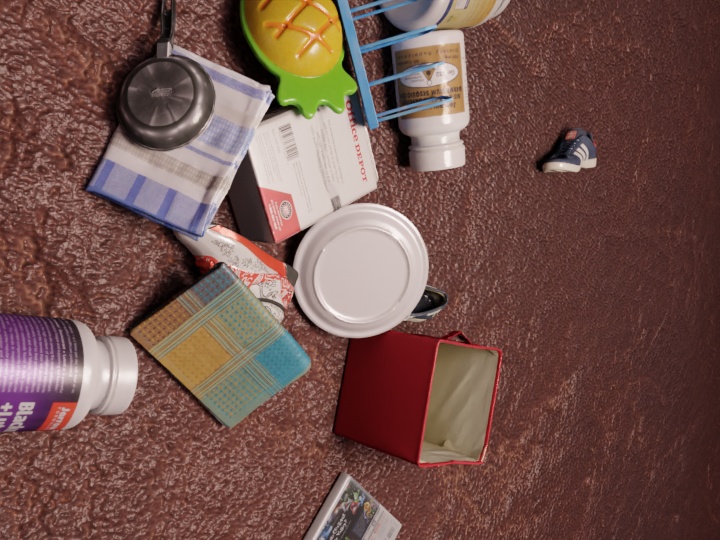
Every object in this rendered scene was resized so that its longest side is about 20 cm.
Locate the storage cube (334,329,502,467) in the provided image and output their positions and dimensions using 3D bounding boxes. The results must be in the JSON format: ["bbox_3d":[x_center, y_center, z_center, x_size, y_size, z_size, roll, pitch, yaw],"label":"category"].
[{"bbox_3d":[0.089,0.186,1.074,0.169,0.178,0.204,13,85,-45],"label":"storage cube"}]

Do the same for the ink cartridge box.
[{"bbox_3d":[-0.082,-0.144,0.924,0.199,0.082,0.149,-32,117,-38],"label":"ink cartridge box"}]

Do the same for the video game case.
[{"bbox_3d":[-0.029,0.451,1.100,0.201,0.023,0.182,-57,130,-23],"label":"video game case"}]

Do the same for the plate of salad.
[{"bbox_3d":[0.000,0.000,0.994,0.196,0.048,0.204,-4,111,-9],"label":"plate of salad"}]

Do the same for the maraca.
[{"bbox_3d":[-0.077,-0.286,0.875,0.135,0.107,0.203,-17,82,-25],"label":"maraca"}]

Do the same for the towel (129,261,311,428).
[{"bbox_3d":[-0.167,0.096,0.866,0.146,0.022,0.201,-35,124,2],"label":"towel"}]

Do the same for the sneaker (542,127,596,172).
[{"bbox_3d":[0.433,-0.251,1.445,0.199,0.074,0.086,-21,112,-52],"label":"sneaker"}]

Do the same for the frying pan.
[{"bbox_3d":[-0.204,-0.224,0.776,0.031,0.113,0.193,76,33,-78],"label":"frying pan"}]

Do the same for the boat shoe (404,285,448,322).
[{"bbox_3d":[0.059,0.046,1.089,0.198,0.061,0.076,13,61,-41],"label":"boat shoe"}]

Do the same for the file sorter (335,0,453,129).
[{"bbox_3d":[0.041,-0.312,0.947,0.121,0.139,0.203,-15,104,3],"label":"file sorter"}]

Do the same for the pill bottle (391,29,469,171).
[{"bbox_3d":[0.112,-0.262,1.084,0.113,0.113,0.204,-20,109,-42],"label":"pill bottle"}]

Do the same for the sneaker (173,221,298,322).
[{"bbox_3d":[-0.164,0.017,0.874,0.201,0.067,0.110,32,70,-46],"label":"sneaker"}]

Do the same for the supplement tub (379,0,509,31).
[{"bbox_3d":[0.134,-0.443,1.061,0.198,0.143,0.147,-21,110,-41],"label":"supplement tub"}]

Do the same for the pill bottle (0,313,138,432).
[{"bbox_3d":[-0.329,0.101,0.685,0.198,0.110,0.114,10,88,-45],"label":"pill bottle"}]

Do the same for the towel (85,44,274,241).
[{"bbox_3d":[-0.201,-0.150,0.788,0.145,0.024,0.203,24,76,-3],"label":"towel"}]
